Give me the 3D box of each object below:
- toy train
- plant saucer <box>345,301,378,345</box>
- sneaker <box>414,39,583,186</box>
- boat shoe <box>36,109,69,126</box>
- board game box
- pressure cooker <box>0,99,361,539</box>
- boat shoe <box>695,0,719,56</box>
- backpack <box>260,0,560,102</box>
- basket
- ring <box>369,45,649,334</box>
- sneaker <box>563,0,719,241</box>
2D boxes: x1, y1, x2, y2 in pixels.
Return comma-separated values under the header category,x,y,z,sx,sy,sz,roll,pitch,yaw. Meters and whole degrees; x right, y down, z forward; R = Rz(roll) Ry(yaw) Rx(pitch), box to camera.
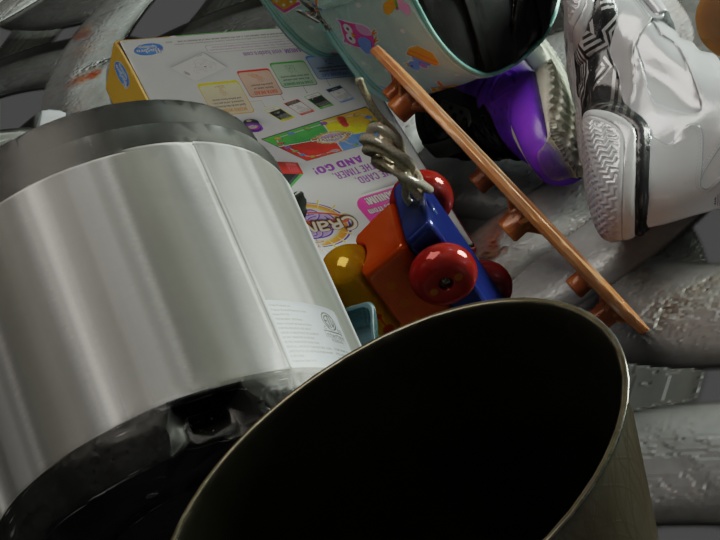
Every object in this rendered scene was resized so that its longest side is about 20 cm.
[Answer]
category,x,y,z,sx,sy,sz,roll,pitch,yaw
toy train,0.000,0.000,0.859,0.116,0.200,0.085,-29,35,11
plant saucer,-0.016,0.115,0.762,0.070,0.019,0.200,-16,60,24
sneaker,0.085,-0.094,1.046,0.099,0.070,0.200,-31,28,12
boat shoe,-0.177,-0.015,1.095,0.071,0.091,0.201,122,155,-56
board game box,-0.044,-0.062,0.985,0.153,0.040,0.200,-8,51,-28
pressure cooker,-0.094,0.023,0.721,0.178,0.176,0.200,-22,65,-6
boat shoe,0.297,-0.161,0.969,0.200,0.071,0.070,-11,0,23
backpack,0.023,-0.200,0.994,0.153,0.200,0.176,-23,21,43
basket,0.049,0.138,0.624,0.180,0.200,0.136,-36,37,-10
ring,0.072,-0.037,0.856,0.019,0.200,0.200,-43,32,6
sneaker,0.176,-0.110,0.941,0.115,0.075,0.200,-5,60,3
